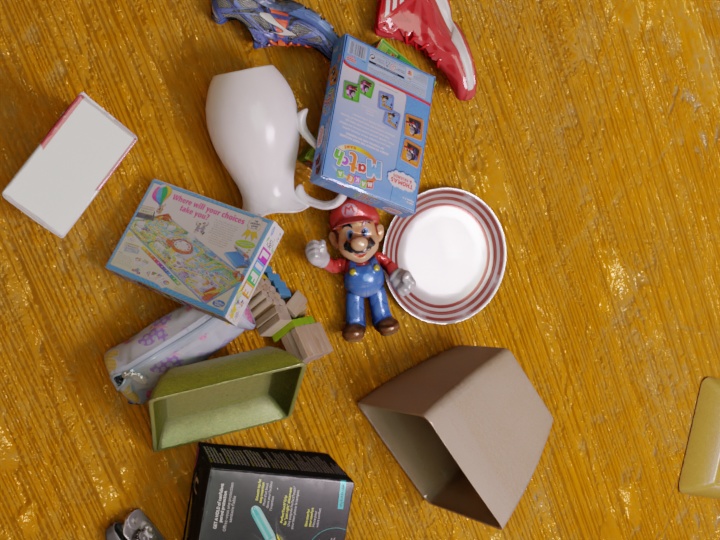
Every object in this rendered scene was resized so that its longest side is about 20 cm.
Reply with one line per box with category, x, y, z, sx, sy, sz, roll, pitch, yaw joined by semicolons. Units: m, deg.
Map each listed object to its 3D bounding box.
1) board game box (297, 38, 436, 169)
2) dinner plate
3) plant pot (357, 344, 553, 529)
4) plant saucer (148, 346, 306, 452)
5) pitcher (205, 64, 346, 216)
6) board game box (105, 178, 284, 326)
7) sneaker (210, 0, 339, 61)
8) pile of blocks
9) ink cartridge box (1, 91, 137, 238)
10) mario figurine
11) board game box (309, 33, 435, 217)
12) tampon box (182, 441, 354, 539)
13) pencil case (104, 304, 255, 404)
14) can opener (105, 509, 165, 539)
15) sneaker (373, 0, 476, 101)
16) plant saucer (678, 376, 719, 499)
board game box;0.009;-0.211;1.273;0.101;0.048;0.201;35;84;-18
dinner plate;0.123;-0.022;1.338;0.198;0.024;0.203;-1;94;-19
plant pot;0.151;0.214;1.287;0.177;0.199;0.201;-41;106;-23
plant saucer;-0.181;0.162;1.186;0.198;0.200;0.048;-12;65;-17
pitcher;-0.110;-0.167;1.189;0.170;0.121;0.202;-10;103;8
board game box;-0.211;-0.026;1.144;0.198;0.034;0.135;20;76;26
sneaker;-0.113;-0.328;1.218;0.198;0.075;0.079;26;95;-10
pile of blocks;-0.126;0.055;1.252;0.062;0.082;0.200;-36;97;32
ink cartridge box;-0.350;-0.125;1.081;0.083;0.200;0.146;37;83;-20
mario figurine;0.000;0.000;1.253;0.123;0.105;0.202;-22;108;-40
board game box;0.019;-0.189;1.193;0.150;0.036;0.202;19;71;-30
tampon box;-0.129;0.330;1.228;0.198;0.126;0.152;10;92;-18
pencil case;-0.233;0.089;1.170;0.199;0.091;0.084;-33;76;3
can opener;-0.270;0.415;1.237;0.066;0.053;0.201;-28;105;19
sneaker;0.083;-0.323;1.285;0.114;0.078;0.202;-22;89;-7
plant saucer;0.650;0.297;1.526;0.198;0.048;0.202;13;90;-20
